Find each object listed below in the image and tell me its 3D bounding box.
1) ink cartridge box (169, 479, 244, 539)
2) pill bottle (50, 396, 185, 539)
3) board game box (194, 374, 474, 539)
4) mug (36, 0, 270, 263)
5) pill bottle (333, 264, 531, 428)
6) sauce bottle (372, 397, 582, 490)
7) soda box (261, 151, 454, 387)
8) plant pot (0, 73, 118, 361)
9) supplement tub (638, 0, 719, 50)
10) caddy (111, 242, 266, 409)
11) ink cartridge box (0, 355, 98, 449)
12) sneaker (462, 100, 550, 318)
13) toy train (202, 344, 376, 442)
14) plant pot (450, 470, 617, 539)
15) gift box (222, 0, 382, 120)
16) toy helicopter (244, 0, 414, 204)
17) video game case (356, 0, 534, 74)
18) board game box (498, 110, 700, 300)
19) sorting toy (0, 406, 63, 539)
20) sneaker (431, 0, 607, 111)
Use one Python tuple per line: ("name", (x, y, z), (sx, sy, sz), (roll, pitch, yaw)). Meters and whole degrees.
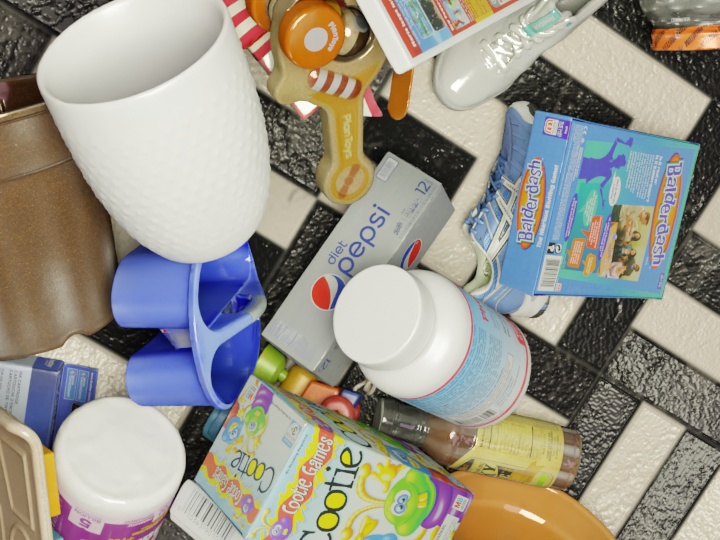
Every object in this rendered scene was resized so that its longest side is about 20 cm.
("ink cartridge box", (-0.038, 0.259, 0.999), (0.044, 0.197, 0.200), (-60, 146, -2))
("pill bottle", (-0.228, 0.210, 1.010), (0.111, 0.113, 0.201), (18, 134, -10))
("board game box", (-0.019, 0.183, 0.974), (0.199, 0.105, 0.104), (28, 92, -37))
("mug", (-0.149, -0.114, 0.893), (0.146, 0.201, 0.176), (-21, 132, -3))
("pill bottle", (0.063, 0.064, 0.992), (0.109, 0.109, 0.200), (-53, 144, 5))
("sauce bottle", (0.110, 0.161, 1.104), (0.198, 0.065, 0.065), (13, 99, -8))
("soda box", (0.000, 0.000, 1.028), (0.063, 0.068, 0.201), (32, 84, 22))
("plant pot", (-0.290, -0.045, 0.957), (0.198, 0.200, 0.200), (-13, 110, -4))
("supplement tub", (0.304, -0.297, 1.008), (0.121, 0.123, 0.202), (-4, 102, -6))
("caddy", (-0.132, 0.038, 0.987), (0.104, 0.200, 0.143), (-6, 105, 10))
("ink cartridge box", (-0.347, 0.133, 1.055), (0.198, 0.042, 0.121), (9, 100, -10))
("sneaker", (0.137, -0.053, 1.058), (0.076, 0.076, 0.203), (-1, 100, -11))
("toy train", (-0.051, 0.106, 1.073), (0.115, 0.085, 0.201), (33, 89, 5))
("plant pot", (0.135, 0.303, 1.079), (0.198, 0.201, 0.141), (14, 115, -9))
("gift box", (-0.023, -0.234, 0.947), (0.184, 0.187, 0.200), (-42, 102, 3))
("toy helicopter", (-0.007, -0.140, 0.869), (0.131, 0.079, 0.202), (-19, 131, -20))
("video game case", (0.052, -0.239, 0.847), (0.200, 0.017, 0.144), (-36, 99, -45))
("board game box", (0.217, -0.053, 1.033), (0.199, 0.045, 0.154), (4, 102, -43))
("sorting toy", (-0.291, 0.195, 0.974), (0.036, 0.184, 0.202), (-17, 109, -33))
("sneaker", (0.148, -0.217, 1.021), (0.200, 0.089, 0.075), (-40, 104, 2))
